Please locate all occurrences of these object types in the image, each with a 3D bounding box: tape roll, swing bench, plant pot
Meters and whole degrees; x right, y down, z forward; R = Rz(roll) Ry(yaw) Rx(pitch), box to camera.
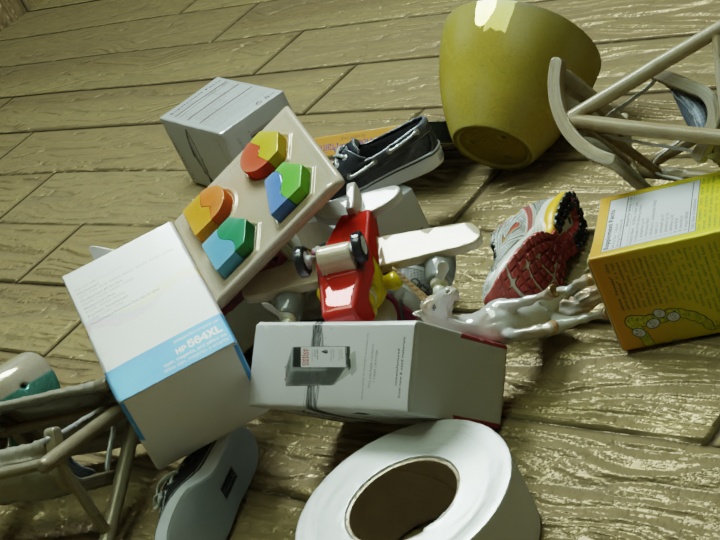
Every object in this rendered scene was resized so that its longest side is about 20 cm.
[{"bbox_3d":[0.047,0.217,1.240,0.201,0.071,0.203,-21,27,11],"label":"tape roll"},{"bbox_3d":[-0.331,0.198,1.540,0.197,0.130,0.201,-14,29,25],"label":"swing bench"},{"bbox_3d":[0.175,-0.207,1.775,0.199,0.200,0.143,-1,62,41],"label":"plant pot"},{"bbox_3d":[0.312,-0.139,1.455,0.198,0.198,0.131,-11,73,30],"label":"swing bench"}]

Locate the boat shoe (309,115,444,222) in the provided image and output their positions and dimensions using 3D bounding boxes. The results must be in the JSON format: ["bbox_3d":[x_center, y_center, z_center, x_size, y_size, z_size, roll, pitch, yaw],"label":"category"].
[{"bbox_3d":[-0.004,-0.121,1.727,0.198,0.068,0.072,-23,27,8],"label":"boat shoe"}]

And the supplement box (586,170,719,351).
[{"bbox_3d":[0.322,-0.016,1.357,0.198,0.110,0.109,-13,30,25],"label":"supplement box"}]

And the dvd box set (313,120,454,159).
[{"bbox_3d":[0.042,-0.165,1.890,0.199,0.030,0.146,-4,2,38],"label":"dvd box set"}]

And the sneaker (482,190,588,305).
[{"bbox_3d":[0.170,-0.009,1.537,0.082,0.078,0.200,-13,20,34],"label":"sneaker"}]

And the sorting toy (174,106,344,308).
[{"bbox_3d":[-0.116,-0.075,1.573,0.185,0.036,0.200,-45,34,8],"label":"sorting toy"}]

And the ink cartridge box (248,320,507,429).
[{"bbox_3d":[0.015,0.099,1.386,0.199,0.146,0.084,-2,78,41],"label":"ink cartridge box"}]

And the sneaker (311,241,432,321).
[{"bbox_3d":[0.025,0.003,1.641,0.087,0.074,0.199,-39,34,-22],"label":"sneaker"}]

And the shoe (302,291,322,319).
[{"bbox_3d":[-0.118,0.041,1.737,0.199,0.053,0.070,-7,53,42],"label":"shoe"}]

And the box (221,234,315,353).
[{"bbox_3d":[-0.163,0.017,1.667,0.200,0.109,0.128,-41,37,9],"label":"box"}]

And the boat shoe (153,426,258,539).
[{"bbox_3d":[-0.163,0.219,1.427,0.068,0.074,0.200,-17,26,25],"label":"boat shoe"}]

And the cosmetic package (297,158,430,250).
[{"bbox_3d":[-0.010,-0.065,1.792,0.101,0.072,0.200,-35,28,-16],"label":"cosmetic package"}]

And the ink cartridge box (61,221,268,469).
[{"bbox_3d":[-0.196,0.063,1.457,0.124,0.129,0.201,-27,53,-7],"label":"ink cartridge box"}]

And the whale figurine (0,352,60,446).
[{"bbox_3d":[-0.426,0.174,1.748,0.159,0.104,0.200,-33,1,-41],"label":"whale figurine"}]

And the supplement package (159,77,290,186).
[{"bbox_3d":[-0.178,-0.189,2.114,0.117,0.118,0.199,-37,28,-20],"label":"supplement package"}]

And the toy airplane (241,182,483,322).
[{"bbox_3d":[0.000,0.000,1.515,0.198,0.142,0.199,-32,24,-28],"label":"toy airplane"}]

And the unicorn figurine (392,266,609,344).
[{"bbox_3d":[0.147,0.040,1.400,0.137,0.199,0.075,-16,66,46],"label":"unicorn figurine"}]
